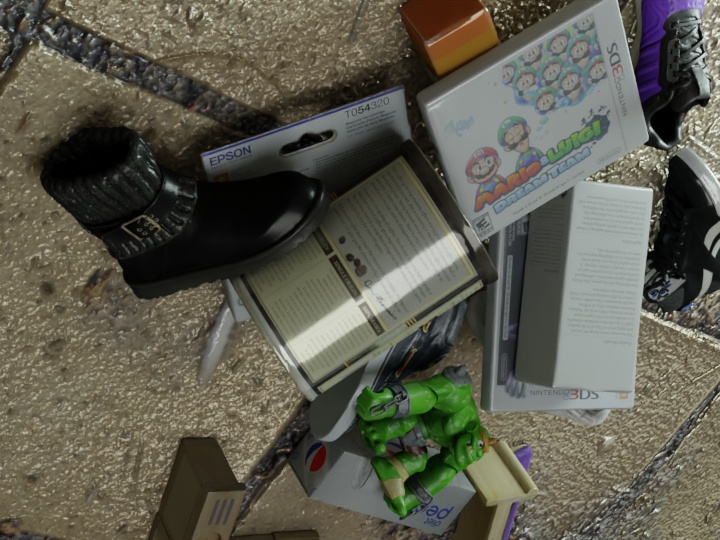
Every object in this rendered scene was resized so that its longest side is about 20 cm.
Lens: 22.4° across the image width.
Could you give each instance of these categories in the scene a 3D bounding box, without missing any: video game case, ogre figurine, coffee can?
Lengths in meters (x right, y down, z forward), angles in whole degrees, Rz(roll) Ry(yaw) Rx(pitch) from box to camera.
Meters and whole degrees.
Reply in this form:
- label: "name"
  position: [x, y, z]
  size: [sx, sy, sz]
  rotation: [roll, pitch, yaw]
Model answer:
- label: "video game case"
  position: [0.159, -0.136, 1.629]
  size: [0.199, 0.024, 0.183]
  rotation: [-31, 135, -8]
- label: "video game case"
  position: [0.204, 0.040, 1.819]
  size: [0.181, 0.023, 0.202]
  rotation: [1, 93, -30]
- label: "ogre figurine"
  position: [0.064, 0.160, 1.786]
  size: [0.119, 0.098, 0.201]
  rotation: [-28, 121, -9]
- label: "coffee can"
  position: [0.000, 0.000, 1.596]
  size: [0.199, 0.147, 0.147]
  rotation: [-33, 135, 0]

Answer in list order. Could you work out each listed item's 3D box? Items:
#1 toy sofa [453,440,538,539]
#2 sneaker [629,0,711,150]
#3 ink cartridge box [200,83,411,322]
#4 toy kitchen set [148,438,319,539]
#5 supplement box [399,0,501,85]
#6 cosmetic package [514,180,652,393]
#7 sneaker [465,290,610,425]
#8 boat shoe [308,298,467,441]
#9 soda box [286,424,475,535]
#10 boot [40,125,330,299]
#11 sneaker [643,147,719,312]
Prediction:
- label: "toy sofa"
  position: [0.146, 0.292, 2.017]
  size: [0.097, 0.083, 0.201]
  rotation: [-6, 128, -24]
- label: "sneaker"
  position: [0.297, -0.200, 1.689]
  size: [0.069, 0.100, 0.201]
  rotation: [-8, 130, -26]
- label: "ink cartridge box"
  position: [-0.044, -0.067, 1.648]
  size: [0.195, 0.043, 0.201]
  rotation: [-19, 131, -13]
- label: "toy kitchen set"
  position: [-0.087, 0.289, 1.827]
  size: [0.199, 0.163, 0.181]
  rotation: [1, 125, -30]
- label: "supplement box"
  position: [0.102, -0.164, 1.635]
  size: [0.066, 0.069, 0.201]
  rotation: [-30, 133, -4]
- label: "cosmetic package"
  position: [0.217, 0.014, 1.771]
  size: [0.101, 0.071, 0.202]
  rotation: [5, 91, -30]
- label: "sneaker"
  position: [0.166, 0.097, 1.876]
  size: [0.200, 0.099, 0.078]
  rotation: [44, 60, -23]
- label: "boat shoe"
  position: [0.029, 0.093, 1.796]
  size: [0.090, 0.071, 0.201]
  rotation: [16, 114, -33]
- label: "soda box"
  position: [0.024, 0.215, 1.899]
  size: [0.199, 0.064, 0.068]
  rotation: [22, 112, -40]
- label: "boot"
  position: [-0.146, -0.066, 1.524]
  size: [0.210, 0.080, 0.158]
  rotation: [-21, 129, 13]
- label: "sneaker"
  position: [0.322, -0.026, 1.861]
  size: [0.111, 0.073, 0.201]
  rotation: [-33, 136, -7]
